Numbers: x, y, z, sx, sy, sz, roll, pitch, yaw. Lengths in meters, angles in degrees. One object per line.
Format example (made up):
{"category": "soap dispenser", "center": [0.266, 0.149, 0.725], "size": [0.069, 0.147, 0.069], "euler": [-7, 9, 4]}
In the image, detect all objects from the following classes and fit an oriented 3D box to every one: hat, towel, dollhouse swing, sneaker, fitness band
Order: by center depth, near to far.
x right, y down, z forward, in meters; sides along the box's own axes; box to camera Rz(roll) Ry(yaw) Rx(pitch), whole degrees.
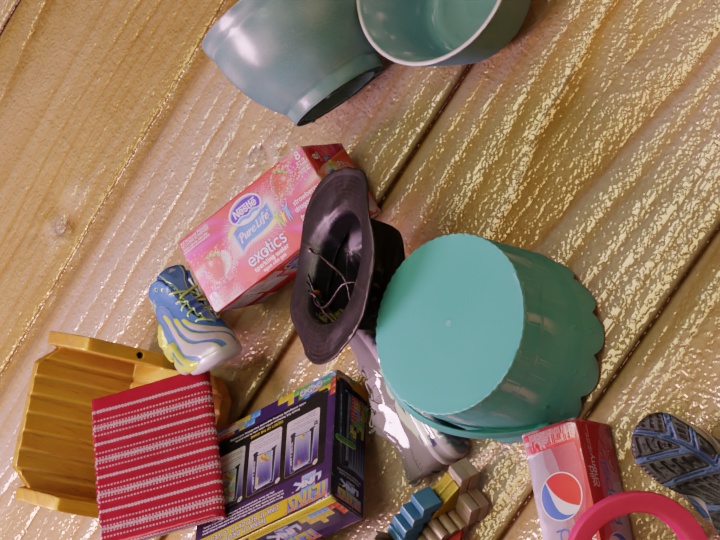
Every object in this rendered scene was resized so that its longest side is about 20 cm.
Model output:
{"category": "fitness band", "center": [0.252, 0.296, 1.452], "size": [0.142, 0.037, 0.202], "euler": [-15, 88, -11]}
{"category": "sneaker", "center": [0.333, 0.196, 1.460], "size": [0.200, 0.077, 0.076], "euler": [44, 103, 18]}
{"category": "hat", "center": [0.000, 0.000, 1.679], "size": [0.200, 0.080, 0.203], "euler": [-35, 50, 57]}
{"category": "sneaker", "center": [0.028, 0.133, 1.708], "size": [0.082, 0.074, 0.201], "euler": [-45, 56, 19]}
{"category": "towel", "center": [-0.222, 0.203, 1.799], "size": [0.143, 0.023, 0.202], "euler": [-16, 51, 6]}
{"category": "sneaker", "center": [-0.198, 0.053, 1.850], "size": [0.200, 0.075, 0.106], "euler": [9, 123, 65]}
{"category": "dollhouse swing", "center": [-0.275, 0.188, 1.884], "size": [0.175, 0.180, 0.203], "euler": [2, 79, 59]}

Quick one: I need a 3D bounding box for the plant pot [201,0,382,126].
{"category": "plant pot", "center": [-0.058, -0.246, 1.817], "size": [0.199, 0.200, 0.135], "euler": [-35, 87, 26]}

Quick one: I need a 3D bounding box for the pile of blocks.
{"category": "pile of blocks", "center": [0.057, 0.281, 1.645], "size": [0.201, 0.082, 0.062], "euler": [-53, 53, 14]}

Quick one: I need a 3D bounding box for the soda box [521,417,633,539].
{"category": "soda box", "center": [0.212, 0.244, 1.539], "size": [0.063, 0.070, 0.202], "euler": [-23, 66, 33]}

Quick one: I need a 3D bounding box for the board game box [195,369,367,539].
{"category": "board game box", "center": [-0.084, 0.219, 1.753], "size": [0.199, 0.057, 0.167], "euler": [-28, 41, 30]}

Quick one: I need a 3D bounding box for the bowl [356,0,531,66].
{"category": "bowl", "center": [0.104, -0.300, 1.740], "size": [0.199, 0.105, 0.203], "euler": [-10, 73, 36]}

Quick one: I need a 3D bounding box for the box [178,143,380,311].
{"category": "box", "center": [-0.090, -0.048, 1.818], "size": [0.199, 0.099, 0.096], "euler": [-36, 79, 26]}

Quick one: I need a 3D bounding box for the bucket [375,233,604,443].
{"category": "bucket", "center": [0.121, 0.065, 1.614], "size": [0.205, 0.134, 0.210], "euler": [-12, 70, 36]}
